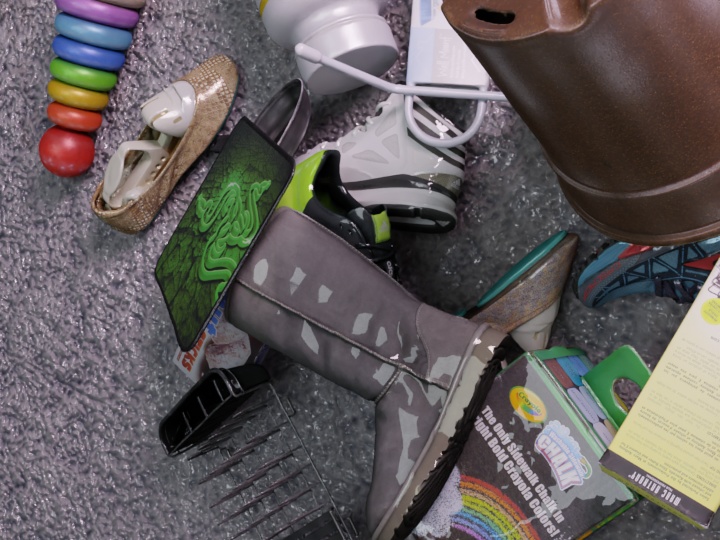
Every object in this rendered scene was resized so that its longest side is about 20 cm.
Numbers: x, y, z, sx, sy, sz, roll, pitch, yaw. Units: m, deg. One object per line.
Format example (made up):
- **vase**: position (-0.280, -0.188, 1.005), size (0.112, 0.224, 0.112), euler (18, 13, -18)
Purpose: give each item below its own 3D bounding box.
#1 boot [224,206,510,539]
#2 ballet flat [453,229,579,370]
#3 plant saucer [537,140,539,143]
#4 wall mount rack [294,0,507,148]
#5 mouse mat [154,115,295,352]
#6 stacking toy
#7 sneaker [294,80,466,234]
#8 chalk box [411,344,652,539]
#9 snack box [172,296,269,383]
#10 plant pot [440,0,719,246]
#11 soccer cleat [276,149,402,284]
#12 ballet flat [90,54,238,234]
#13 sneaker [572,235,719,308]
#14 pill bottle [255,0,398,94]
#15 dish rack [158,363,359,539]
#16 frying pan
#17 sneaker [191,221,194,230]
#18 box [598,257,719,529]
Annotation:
- **boot**: position (-0.017, 0.071, 0.705), size (0.200, 0.073, 0.182), euler (25, 85, 18)
- **ballet flat**: position (0.106, 0.047, 0.792), size (0.200, 0.068, 0.067), euler (-39, 91, 27)
- **plant saucer**: position (0.221, -0.145, 0.746), size (0.200, 0.031, 0.200), euler (-1, 89, 28)
- **wall mount rack**: position (0.044, -0.201, 0.779), size (0.173, 0.075, 0.200), euler (5, 75, 2)
- **mouse mat**: position (-0.113, -0.037, 0.794), size (0.161, 0.008, 0.200), euler (-59, 26, 7)
- **stacking toy**: position (-0.272, -0.189, 0.993), size (0.085, 0.085, 0.200), euler (24, 107, 27)
- **sneaker**: position (0.003, -0.098, 0.853), size (0.200, 0.076, 0.116), euler (8, 75, 32)
- **chalk box**: position (0.137, 0.135, 0.733), size (0.200, 0.124, 0.125), euler (-41, 70, 20)
- **snack box**: position (-0.107, 0.046, 0.858), size (0.072, 0.024, 0.200), euler (43, 139, 10)
- **plant pot**: position (0.160, -0.146, 0.612), size (0.200, 0.198, 0.201), euler (-23, 52, 32)
- **soccer cleat**: position (0.000, 0.000, 0.768), size (0.081, 0.067, 0.200), euler (-40, 76, 33)
- **ballet flat**: position (-0.186, -0.118, 0.942), size (0.071, 0.065, 0.200), euler (43, 106, 33)
- **sneaker**: position (0.246, -0.002, 0.703), size (0.200, 0.079, 0.096), euler (-24, 80, 26)
- **pill bottle**: position (-0.040, -0.254, 0.844), size (0.111, 0.111, 0.200), euler (-25, 78, 25)
- **dish rack**: position (-0.086, 0.186, 0.856), size (0.200, 0.055, 0.153), euler (61, 141, 13)
- **frying pan**: position (-0.096, -0.094, 0.858), size (0.190, 0.031, 0.115), euler (-28, 37, 53)
- **sneaker**: position (-0.057, -0.001, 0.848), size (0.201, 0.067, 0.108), euler (10, 127, 31)
- **box**: position (0.228, 0.055, 0.625), size (0.075, 0.050, 0.200), euler (29, 86, 19)
